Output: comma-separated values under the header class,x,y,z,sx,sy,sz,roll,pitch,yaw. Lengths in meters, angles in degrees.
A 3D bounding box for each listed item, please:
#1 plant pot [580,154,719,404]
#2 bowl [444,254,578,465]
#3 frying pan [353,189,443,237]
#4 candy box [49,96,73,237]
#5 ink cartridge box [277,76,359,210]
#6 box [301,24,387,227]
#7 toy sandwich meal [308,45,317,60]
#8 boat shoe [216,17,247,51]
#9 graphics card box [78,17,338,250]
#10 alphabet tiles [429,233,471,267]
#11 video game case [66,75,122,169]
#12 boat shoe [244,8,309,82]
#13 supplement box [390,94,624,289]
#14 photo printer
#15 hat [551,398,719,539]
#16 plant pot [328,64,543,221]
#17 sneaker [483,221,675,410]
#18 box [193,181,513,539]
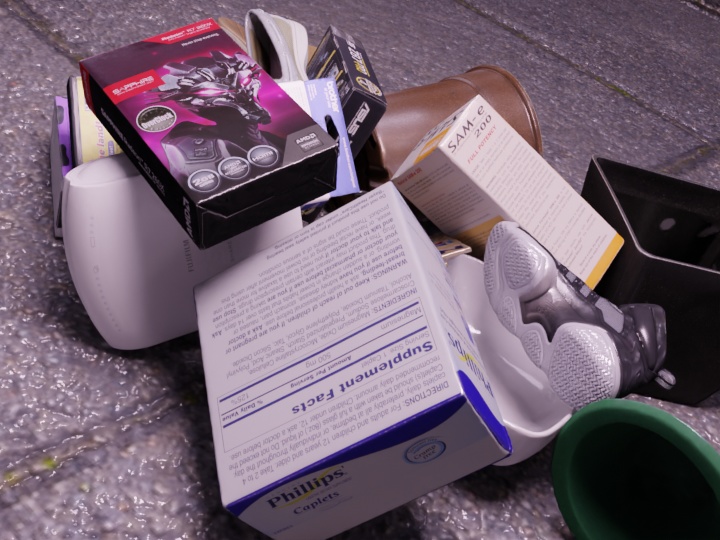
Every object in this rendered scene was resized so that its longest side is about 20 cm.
class,x,y,z,sx,sy,sz,roll,pitch,yaw
plant pot,0.320,0.022,0.998,0.197,0.179,0.201,12,33,-10
bowl,0.103,0.081,0.836,0.199,0.075,0.199,35,35,21
frying pan,0.084,-0.043,0.995,0.190,0.113,0.031,41,39,-53
candy box,-0.217,-0.102,0.986,0.197,0.072,0.169,4,35,-23
ink cartridge box,-0.107,-0.108,0.885,0.197,0.042,0.121,-13,85,-17
box,-0.054,-0.139,1.008,0.049,0.201,0.162,21,28,-26
toy sandwich meal,-0.081,-0.198,1.181,0.202,0.070,0.208,10,59,-17
boat shoe,-0.129,-0.253,1.271,0.200,0.065,0.072,43,26,1
graphics card box,-0.121,-0.114,0.735,0.124,0.051,0.200,-25,55,-25
alphabet tiles,0.000,0.000,0.898,0.197,0.006,0.166,-16,13,-8
video game case,-0.179,-0.082,0.896,0.178,0.025,0.204,-2,79,-25
boat shoe,-0.091,-0.195,0.989,0.064,0.074,0.204,20,48,-30
supplement box,0.139,-0.060,0.919,0.200,0.126,0.074,43,70,-9
photo printer,-0.147,-0.030,0.799,0.197,0.169,0.069,-18,32,-22
hat,0.267,0.155,0.768,0.175,0.202,0.165,-28,56,-38
plant pot,0.072,-0.126,1.083,0.196,0.203,0.201,-11,42,-29
sneaker,0.189,0.036,0.818,0.112,0.076,0.201,0,43,-30
box,-0.012,0.070,0.698,0.105,0.182,0.202,50,18,-47
